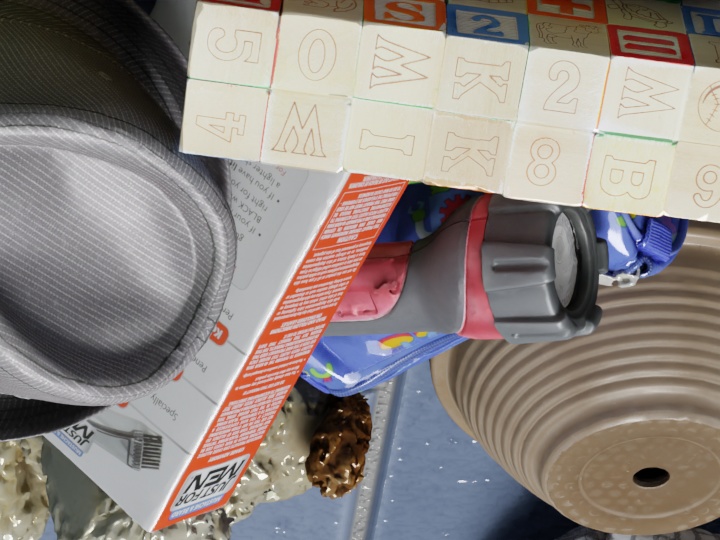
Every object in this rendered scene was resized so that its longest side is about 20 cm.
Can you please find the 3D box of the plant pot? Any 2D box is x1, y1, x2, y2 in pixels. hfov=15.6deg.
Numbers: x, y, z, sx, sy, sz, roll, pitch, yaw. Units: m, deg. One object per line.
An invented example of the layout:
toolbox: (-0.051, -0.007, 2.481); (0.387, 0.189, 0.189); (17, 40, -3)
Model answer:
plant pot: (0.132, 0.058, 1.227); (0.199, 0.093, 0.201); (-1, 141, -1)

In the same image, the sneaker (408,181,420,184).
sneaker: (0.017, -0.078, 1.079); (0.199, 0.077, 0.084); (-9, 107, 20)

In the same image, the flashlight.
flashlight: (0.000, 0.000, 1.087); (0.199, 0.068, 0.068); (-2, -174, 26)

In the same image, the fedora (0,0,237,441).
fedora: (-0.120, -0.019, 0.925); (0.200, 0.090, 0.177); (41, 83, -32)

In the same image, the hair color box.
hair color box: (-0.064, -0.010, 1.054); (0.064, 0.111, 0.201); (-10, 135, -60)

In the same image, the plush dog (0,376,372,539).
plush dog: (-0.089, 0.065, 1.221); (0.171, 0.162, 0.199); (14, 171, -41)

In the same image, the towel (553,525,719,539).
towel: (0.156, 0.194, 1.365); (0.165, 0.086, 0.200); (12, 160, -17)

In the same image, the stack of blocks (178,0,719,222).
stack of blocks: (0.039, -0.079, 0.941); (0.199, 0.115, 0.059); (7, 117, -3)

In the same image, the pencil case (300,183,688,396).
pencil case: (0.049, -0.008, 1.144); (0.199, 0.087, 0.078); (-22, 145, 27)
